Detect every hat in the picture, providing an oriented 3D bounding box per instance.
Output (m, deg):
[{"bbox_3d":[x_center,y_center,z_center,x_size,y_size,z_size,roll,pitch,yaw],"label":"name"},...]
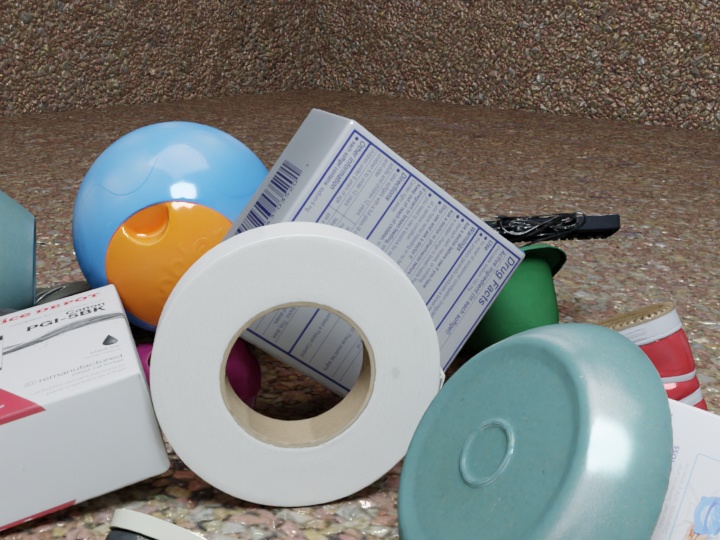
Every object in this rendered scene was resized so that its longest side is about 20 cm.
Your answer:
[{"bbox_3d":[0.164,0.087,0.821,0.165,0.177,0.200,-2,-28,-41],"label":"hat"}]

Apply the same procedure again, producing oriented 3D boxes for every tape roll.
[{"bbox_3d":[-0.043,0.067,0.581,0.201,0.205,0.037,-2,17,-10],"label":"tape roll"}]

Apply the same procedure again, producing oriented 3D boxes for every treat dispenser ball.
[{"bbox_3d":[-0.171,-0.040,0.803,0.199,0.203,0.201,1,18,0],"label":"treat dispenser ball"}]

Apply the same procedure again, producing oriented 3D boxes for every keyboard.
[{"bbox_3d":[0.160,-0.029,0.853,0.198,0.040,0.104,-3,-10,9],"label":"keyboard"}]

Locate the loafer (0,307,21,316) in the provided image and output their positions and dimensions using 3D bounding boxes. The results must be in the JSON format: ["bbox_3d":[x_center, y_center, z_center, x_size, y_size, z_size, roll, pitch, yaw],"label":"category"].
[{"bbox_3d":[-0.308,0.074,0.761,0.199,0.073,0.072,-16,29,-39],"label":"loafer"}]

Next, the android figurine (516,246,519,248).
[{"bbox_3d":[0.103,0.013,0.936,0.198,0.041,0.182,-9,-7,-23],"label":"android figurine"}]

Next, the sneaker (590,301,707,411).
[{"bbox_3d":[0.192,0.108,0.714,0.199,0.113,0.071,-24,-1,42],"label":"sneaker"}]

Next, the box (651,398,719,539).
[{"bbox_3d":[0.218,0.143,0.460,0.199,0.102,0.112,18,-5,42],"label":"box"}]

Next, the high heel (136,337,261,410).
[{"bbox_3d":[-0.147,0.072,0.729,0.067,0.097,0.199,-15,24,-40],"label":"high heel"}]

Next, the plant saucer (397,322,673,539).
[{"bbox_3d":[0.082,0.111,0.482,0.036,0.201,0.200,33,4,-25],"label":"plant saucer"}]

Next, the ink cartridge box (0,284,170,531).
[{"bbox_3d":[-0.238,0.095,0.639,0.146,0.084,0.200,-17,22,-16],"label":"ink cartridge box"}]

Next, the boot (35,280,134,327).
[{"bbox_3d":[-0.275,0.027,0.924,0.199,0.068,0.130,-11,16,-38],"label":"boot"}]

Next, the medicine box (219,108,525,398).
[{"bbox_3d":[0.000,0.000,0.698,0.199,0.183,0.103,34,3,-25],"label":"medicine box"}]

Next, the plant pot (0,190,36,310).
[{"bbox_3d":[-0.387,-0.009,0.813,0.134,0.202,0.200,0,17,-20],"label":"plant pot"}]

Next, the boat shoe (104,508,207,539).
[{"bbox_3d":[-0.058,0.192,0.444,0.198,0.072,0.068,14,57,18],"label":"boat shoe"}]
